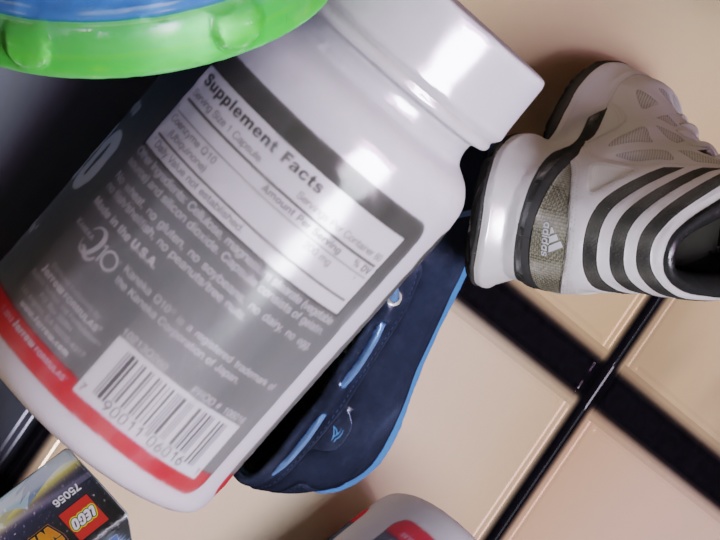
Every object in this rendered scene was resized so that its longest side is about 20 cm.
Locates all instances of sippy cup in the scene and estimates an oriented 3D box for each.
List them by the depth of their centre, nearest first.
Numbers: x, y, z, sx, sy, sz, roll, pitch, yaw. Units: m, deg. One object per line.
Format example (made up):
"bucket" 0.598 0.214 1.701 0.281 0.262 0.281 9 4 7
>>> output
"sippy cup" -0.079 -0.149 0.917 0.177 0.139 0.131 -25 124 -29

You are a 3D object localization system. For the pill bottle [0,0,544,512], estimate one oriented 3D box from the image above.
"pill bottle" -0.036 -0.023 1.009 0.200 0.114 0.114 -49 134 6

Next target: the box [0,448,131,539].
"box" -0.167 0.164 1.034 0.200 0.040 0.137 -38 158 -18

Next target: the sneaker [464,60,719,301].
"sneaker" 0.123 -0.025 1.113 0.200 0.115 0.076 -38 138 -64

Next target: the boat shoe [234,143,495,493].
"boat shoe" 0.000 0.000 1.092 0.068 0.084 0.201 -9 115 -49

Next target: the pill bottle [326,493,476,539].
"pill bottle" -0.026 0.193 1.146 0.200 0.119 0.120 -36 130 -19
